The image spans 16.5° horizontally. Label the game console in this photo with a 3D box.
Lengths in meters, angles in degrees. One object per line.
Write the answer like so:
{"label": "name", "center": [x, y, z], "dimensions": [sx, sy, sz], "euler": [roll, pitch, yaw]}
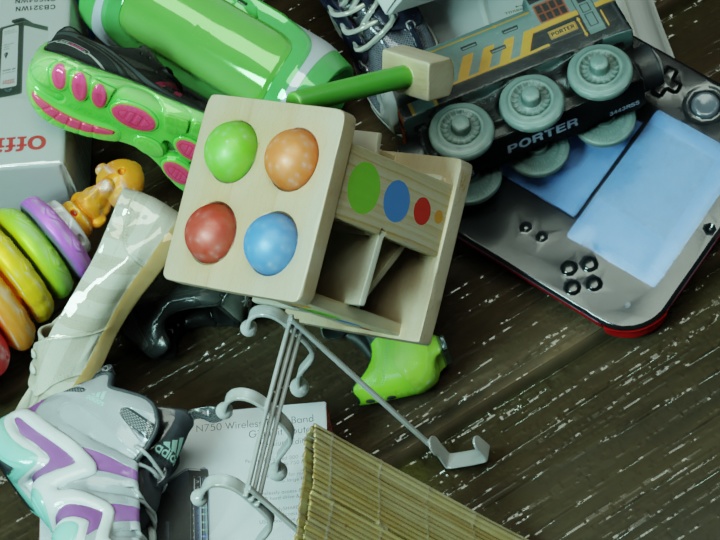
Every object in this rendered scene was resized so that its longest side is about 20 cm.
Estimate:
{"label": "game console", "center": [0.180, -0.066, 1.747], "dimensions": [0.176, 0.031, 0.200], "euler": [33, 74, 16]}

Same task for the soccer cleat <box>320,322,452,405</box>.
{"label": "soccer cleat", "center": [0.000, 0.000, 1.731], "dimensions": [0.081, 0.068, 0.201], "euler": [-19, 62, 1]}

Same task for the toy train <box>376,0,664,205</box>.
{"label": "toy train", "center": [0.109, -0.127, 1.732], "dimensions": [0.199, 0.085, 0.114], "euler": [-23, 58, -4]}

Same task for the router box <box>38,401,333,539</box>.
{"label": "router box", "center": [-0.114, 0.185, 1.644], "dimensions": [0.198, 0.049, 0.181], "euler": [-6, 60, 4]}

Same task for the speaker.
{"label": "speaker", "center": [-0.107, -0.167, 1.817], "dimensions": [0.199, 0.089, 0.089], "euler": [31, 68, 14]}

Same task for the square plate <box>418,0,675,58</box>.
{"label": "square plate", "center": [0.124, -0.185, 1.843], "dimensions": [0.199, 0.029, 0.199], "euler": [-13, 59, 0]}

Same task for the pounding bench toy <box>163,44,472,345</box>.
{"label": "pounding bench toy", "center": [-0.024, -0.070, 1.627], "dimensions": [0.124, 0.156, 0.201], "euler": [9, 82, 40]}

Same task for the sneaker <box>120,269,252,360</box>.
{"label": "sneaker", "center": [-0.091, -0.007, 1.743], "dimensions": [0.200, 0.067, 0.091], "euler": [-37, 68, -3]}

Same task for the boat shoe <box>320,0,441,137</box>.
{"label": "boat shoe", "center": [0.002, -0.185, 1.809], "dimensions": [0.075, 0.093, 0.201], "euler": [-38, 53, 20]}

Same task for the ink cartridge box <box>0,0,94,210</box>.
{"label": "ink cartridge box", "center": [-0.276, -0.133, 1.829], "dimensions": [0.145, 0.084, 0.201], "euler": [-5, 59, 4]}

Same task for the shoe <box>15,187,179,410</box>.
{"label": "shoe", "center": [-0.187, 0.031, 1.688], "dimensions": [0.053, 0.070, 0.201], "euler": [32, 106, -11]}

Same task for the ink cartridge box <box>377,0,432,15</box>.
{"label": "ink cartridge box", "center": [0.040, -0.301, 1.798], "dimensions": [0.144, 0.084, 0.201], "euler": [-21, 75, -34]}

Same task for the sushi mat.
{"label": "sushi mat", "center": [0.039, 0.179, 1.570], "dimensions": [0.012, 0.199, 0.096], "euler": [-31, 40, 41]}

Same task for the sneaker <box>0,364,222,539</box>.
{"label": "sneaker", "center": [-0.141, 0.139, 1.600], "dimensions": [0.139, 0.078, 0.200], "euler": [-32, 62, -11]}

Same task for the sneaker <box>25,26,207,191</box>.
{"label": "sneaker", "center": [-0.141, -0.118, 1.769], "dimensions": [0.199, 0.077, 0.084], "euler": [28, 41, -20]}

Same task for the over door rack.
{"label": "over door rack", "center": [-0.017, 0.135, 1.601], "dimensions": [0.066, 0.200, 0.148], "euler": [-29, 36, 43]}

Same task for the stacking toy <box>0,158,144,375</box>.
{"label": "stacking toy", "center": [-0.231, -0.011, 1.733], "dimensions": [0.200, 0.110, 0.116], "euler": [-40, 66, -12]}
